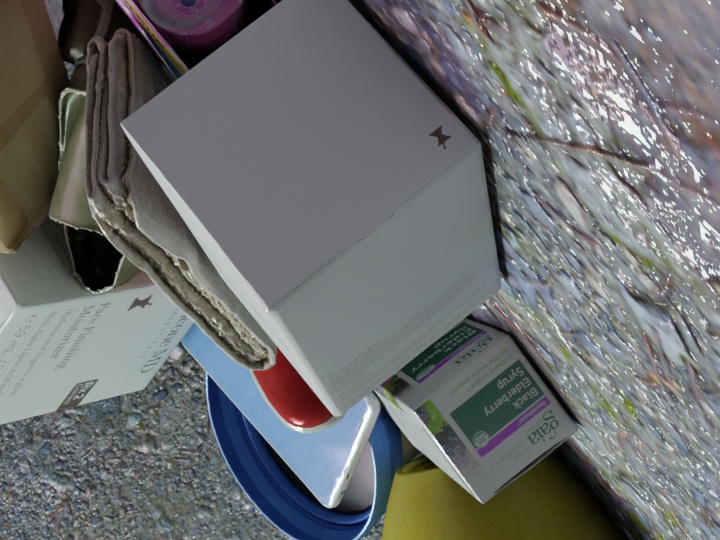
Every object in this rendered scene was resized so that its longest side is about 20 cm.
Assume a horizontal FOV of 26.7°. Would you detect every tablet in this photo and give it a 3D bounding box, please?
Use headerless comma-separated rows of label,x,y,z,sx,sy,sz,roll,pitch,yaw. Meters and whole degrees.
tablet,-0.066,0.075,1.154,0.200,0.014,0.130,46,137,25

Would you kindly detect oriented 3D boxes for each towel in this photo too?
towel,-0.101,-0.040,0.896,0.200,0.034,0.133,51,-153,-52

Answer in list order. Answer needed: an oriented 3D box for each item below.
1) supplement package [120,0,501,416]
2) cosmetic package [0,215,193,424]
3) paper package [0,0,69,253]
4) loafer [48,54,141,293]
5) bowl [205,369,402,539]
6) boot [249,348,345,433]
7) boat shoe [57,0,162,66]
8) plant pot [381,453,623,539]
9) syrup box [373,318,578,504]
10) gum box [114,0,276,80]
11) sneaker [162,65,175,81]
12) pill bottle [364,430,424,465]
supplement package,-0.015,-0.029,0.754,0.120,0.121,0.200,50,173,19
cosmetic package,-0.241,-0.002,1.136,0.200,0.165,0.165,-11,-120,-46
paper package,-0.285,-0.134,0.951,0.191,0.103,0.200,28,155,17
loafer,-0.160,-0.053,0.977,0.075,0.070,0.200,20,144,13
bowl,-0.045,0.120,1.195,0.201,0.039,0.201,24,124,40
boot,-0.074,0.011,1.044,0.200,0.072,0.144,68,-172,22
boat shoe,-0.159,-0.187,1.026,0.075,0.075,0.202,18,-144,-18
plant pot,0.093,0.198,1.094,0.200,0.200,0.142,163,89,-84
syrup box,0.065,0.084,1.026,0.081,0.079,0.200,53,174,-9
gum box,-0.092,-0.148,0.884,0.200,0.066,0.114,51,176,3
sneaker,-0.112,-0.145,1.106,0.092,0.076,0.200,60,165,-8
pill bottle,0.020,0.088,1.224,0.200,0.112,0.112,50,174,20
